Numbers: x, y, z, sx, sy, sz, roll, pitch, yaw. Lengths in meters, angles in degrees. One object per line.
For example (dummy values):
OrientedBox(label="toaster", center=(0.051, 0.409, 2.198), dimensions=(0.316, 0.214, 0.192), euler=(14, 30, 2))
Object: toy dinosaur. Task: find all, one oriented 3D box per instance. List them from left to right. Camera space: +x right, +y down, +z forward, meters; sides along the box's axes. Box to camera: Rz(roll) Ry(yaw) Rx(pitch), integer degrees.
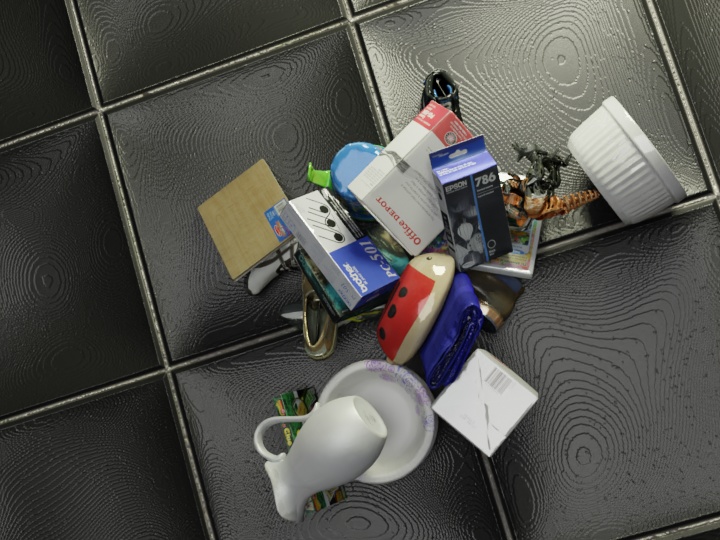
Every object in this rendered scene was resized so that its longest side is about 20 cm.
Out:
OrientedBox(label="toy dinosaur", center=(0.287, -0.127, 1.595), dimensions=(0.199, 0.102, 0.136), euler=(8, 85, 16))

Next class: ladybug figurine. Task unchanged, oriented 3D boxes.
OrientedBox(label="ladybug figurine", center=(0.083, 0.057, 1.586), dimensions=(0.072, 0.136, 0.201), euler=(26, 92, -7))

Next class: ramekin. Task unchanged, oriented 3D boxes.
OrientedBox(label="ramekin", center=(0.418, -0.169, 1.578), dimensions=(0.105, 0.200, 0.201), euler=(-37, 80, 14))

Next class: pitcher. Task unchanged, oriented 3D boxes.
OrientedBox(label="pitcher", center=(-0.070, 0.271, 1.561), dimensions=(0.200, 0.121, 0.172), euler=(-41, 66, 14))

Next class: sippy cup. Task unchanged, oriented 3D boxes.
OrientedBox(label="sippy cup", center=(0.006, -0.158, 1.679), dimensions=(0.177, 0.130, 0.140), euler=(-30, 80, 6))

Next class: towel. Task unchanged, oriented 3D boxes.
OrientedBox(label="towel", center=(0.144, 0.090, 1.539), dimensions=(0.049, 0.200, 0.148), euler=(26, 105, -8))

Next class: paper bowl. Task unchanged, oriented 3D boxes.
OrientedBox(label="paper bowl", center=(0.030, 0.249, 1.647), dimensions=(0.200, 0.104, 0.202), euler=(-1, 84, 9))

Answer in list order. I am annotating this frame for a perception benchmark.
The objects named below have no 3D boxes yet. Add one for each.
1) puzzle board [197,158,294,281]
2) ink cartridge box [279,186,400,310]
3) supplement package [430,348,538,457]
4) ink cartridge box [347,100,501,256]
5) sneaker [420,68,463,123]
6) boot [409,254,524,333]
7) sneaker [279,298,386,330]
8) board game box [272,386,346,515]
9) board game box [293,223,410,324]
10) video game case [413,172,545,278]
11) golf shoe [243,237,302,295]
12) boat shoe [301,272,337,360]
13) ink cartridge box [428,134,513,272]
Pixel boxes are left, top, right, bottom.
OrientedBox(label="puzzle board", center=(-0.192, -0.089, 1.721), dimensions=(0.150, 0.017, 0.200), euler=(-36, 50, 5))
OrientedBox(label="ink cartridge box", center=(-0.034, -0.039, 1.596), dimensions=(0.200, 0.094, 0.044), euler=(53, 138, 14))
OrientedBox(label="supplement package", center=(0.202, 0.206, 1.572), dimensions=(0.121, 0.200, 0.120), euler=(39, 92, 11))
OrientedBox(label="ink cartridge box", center=(0.101, -0.147, 1.584), dimensions=(0.200, 0.083, 0.147), euler=(-44, 119, 2))
OrientedBox(label="sneaker", center=(0.142, -0.242, 1.657), dimensions=(0.073, 0.112, 0.201), euler=(-15, 73, -2))
OrientedBox(label="boot", center=(0.181, 0.014, 1.676), dimensions=(0.200, 0.075, 0.097), euler=(40, 69, 17))
OrientedBox(label="sneaker", center=(-0.042, 0.051, 1.705), dimensions=(0.199, 0.075, 0.085), euler=(-8, 68, 6))
OrientedBox(label="board game box", center=(-0.085, 0.300, 1.663), dimensions=(0.023, 0.105, 0.201), euler=(-22, 81, 30))
OrientedBox(label="board game box", center=(0.000, 0.000, 1.642), dimensions=(0.136, 0.200, 0.028), euler=(57, 138, 15))
OrientedBox(label="video game case", center=(0.204, -0.086, 1.664), dimensions=(0.199, 0.024, 0.183), euler=(10, 68, 10))
OrientedBox(label="golf shoe", center=(-0.123, -0.027, 1.716), dimensions=(0.094, 0.078, 0.200), euler=(38, 93, 11))
OrientedBox(label="boat shoe", center=(-0.066, 0.043, 1.629), dimensions=(0.071, 0.076, 0.201), euler=(-7, 67, 8))
OrientedBox(label="ink cartridge box", center=(0.176, -0.105, 1.560), dimensions=(0.099, 0.039, 0.201), euler=(-21, 116, -10))
